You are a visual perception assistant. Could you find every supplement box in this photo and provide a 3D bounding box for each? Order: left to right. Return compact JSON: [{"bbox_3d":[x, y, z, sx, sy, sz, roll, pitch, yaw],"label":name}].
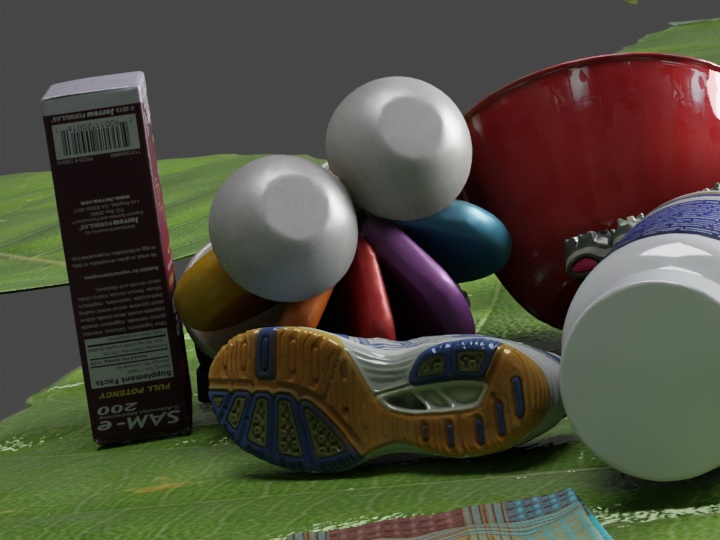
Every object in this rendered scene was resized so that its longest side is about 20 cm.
[{"bbox_3d":[-0.140,-0.010,1.659,0.060,0.201,0.109,-8,9,-2],"label":"supplement box"}]

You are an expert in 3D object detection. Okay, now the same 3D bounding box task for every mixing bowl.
[{"bbox_3d":[0.151,-0.029,1.678,0.199,0.109,0.201,-6,-30,-3],"label":"mixing bowl"}]

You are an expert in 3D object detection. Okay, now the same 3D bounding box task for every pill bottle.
[{"bbox_3d":[0.160,0.032,1.377,0.115,0.117,0.200,-6,8,16],"label":"pill bottle"}]

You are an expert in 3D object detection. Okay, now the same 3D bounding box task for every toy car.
[{"bbox_3d":[0.000,0.000,1.608,0.200,0.150,0.175,-35,-11,-21],"label":"toy car"}]

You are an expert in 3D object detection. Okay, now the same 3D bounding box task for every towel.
[{"bbox_3d":[0.038,0.128,1.196,0.146,0.022,0.200,-9,8,-3],"label":"towel"}]

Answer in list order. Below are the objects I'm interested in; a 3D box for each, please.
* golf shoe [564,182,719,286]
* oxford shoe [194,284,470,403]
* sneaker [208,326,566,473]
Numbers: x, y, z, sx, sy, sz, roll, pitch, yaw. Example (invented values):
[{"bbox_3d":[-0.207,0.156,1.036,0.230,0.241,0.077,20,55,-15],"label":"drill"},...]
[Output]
[{"bbox_3d":[0.199,-0.003,1.522,0.077,0.089,0.200,-8,-11,-42],"label":"golf shoe"},{"bbox_3d":[-0.014,0.020,1.737,0.199,0.085,0.072,-13,8,-38],"label":"oxford shoe"},{"bbox_3d":[0.018,0.068,1.487,0.199,0.076,0.088,4,2,28],"label":"sneaker"}]
